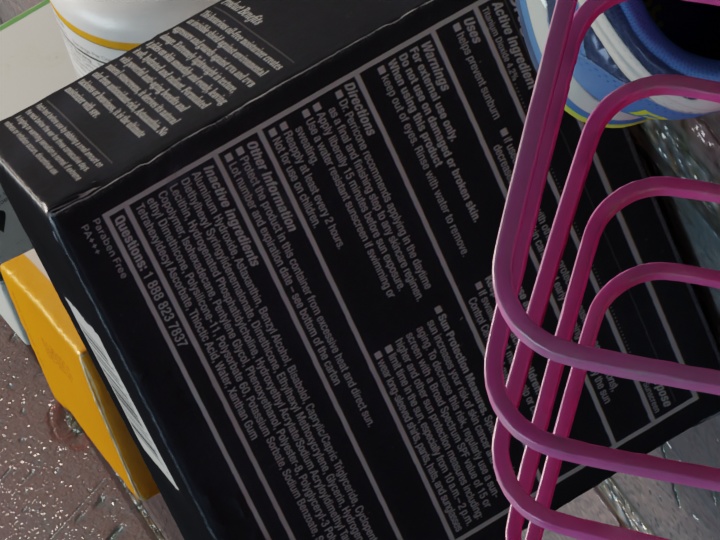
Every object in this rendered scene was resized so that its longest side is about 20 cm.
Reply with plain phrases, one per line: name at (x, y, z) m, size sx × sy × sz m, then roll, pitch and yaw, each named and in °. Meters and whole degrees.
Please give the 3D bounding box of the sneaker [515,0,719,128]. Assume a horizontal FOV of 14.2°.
sneaker at (0.065, -0.129, 0.790) m, size 0.201 × 0.074 × 0.082 m, roll 61°, pitch 162°, yaw -21°

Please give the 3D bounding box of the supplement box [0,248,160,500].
supplement box at (-0.032, 0.002, 1.184) m, size 0.126 × 0.199 × 0.074 m, roll 39°, pitch 153°, yaw 63°

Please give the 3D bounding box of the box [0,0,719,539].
box at (0.000, 0.000, 1.047) m, size 0.201 × 0.198 × 0.123 m, roll 65°, pitch 169°, yaw -23°

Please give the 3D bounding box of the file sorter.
file sorter at (0.101, 0.016, 0.694) m, size 0.124 × 0.140 × 0.200 m, roll 10°, pitch 152°, yaw 11°

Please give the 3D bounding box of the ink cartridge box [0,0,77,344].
ink cartridge box at (-0.195, -0.066, 1.848) m, size 0.083 × 0.146 × 0.201 m, roll 50°, pitch 166°, yaw 34°

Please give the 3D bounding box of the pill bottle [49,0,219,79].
pill bottle at (-0.084, -0.117, 1.341) m, size 0.109 × 0.109 × 0.201 m, roll 51°, pitch 165°, yaw 35°
